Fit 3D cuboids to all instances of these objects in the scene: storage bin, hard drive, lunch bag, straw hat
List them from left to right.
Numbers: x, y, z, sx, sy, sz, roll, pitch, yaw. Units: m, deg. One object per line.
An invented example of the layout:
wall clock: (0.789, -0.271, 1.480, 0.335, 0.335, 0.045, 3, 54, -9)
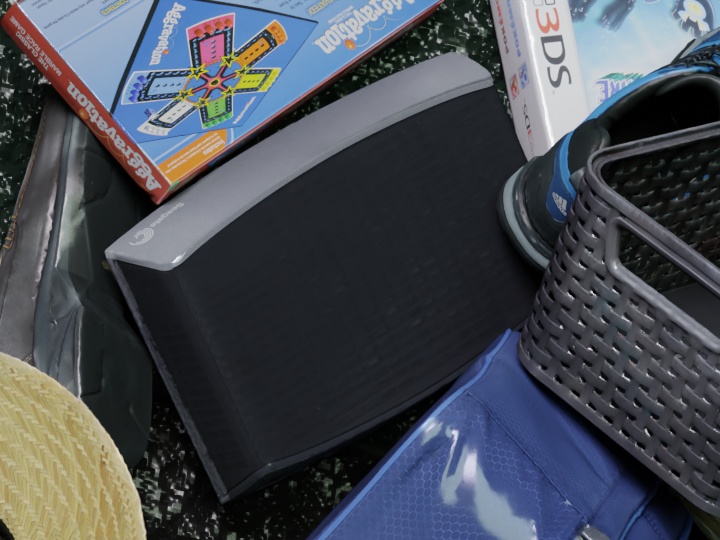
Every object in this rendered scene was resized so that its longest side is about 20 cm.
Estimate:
straw hat: (-0.181, 0.128, 1.182, 0.201, 0.085, 0.201, -1, 68, 2)
hard drive: (0.000, 0.000, 1.261, 0.200, 0.042, 0.135, -31, 104, -30)
lunch bag: (0.054, 0.124, 1.179, 0.132, 0.200, 0.136, 43, 107, 2)
storage bin: (0.179, 0.012, 1.200, 0.200, 0.094, 0.135, -13, 43, -45)

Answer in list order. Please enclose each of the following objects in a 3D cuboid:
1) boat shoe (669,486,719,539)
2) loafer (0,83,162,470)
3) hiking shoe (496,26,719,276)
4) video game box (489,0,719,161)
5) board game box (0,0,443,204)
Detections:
boat shoe: (0.186, 0.118, 1.291, 0.200, 0.063, 0.073, 44, 50, 3)
loafer: (-0.131, -0.002, 1.247, 0.072, 0.073, 0.200, -15, 52, 24)
hiking shoe: (0.154, -0.062, 1.279, 0.200, 0.087, 0.074, -36, 89, -29)
video game box: (0.159, -0.126, 1.375, 0.200, 0.047, 0.182, -7, 77, -16)
board game box: (-0.056, -0.114, 1.292, 0.103, 0.019, 0.200, 48, 47, 5)
